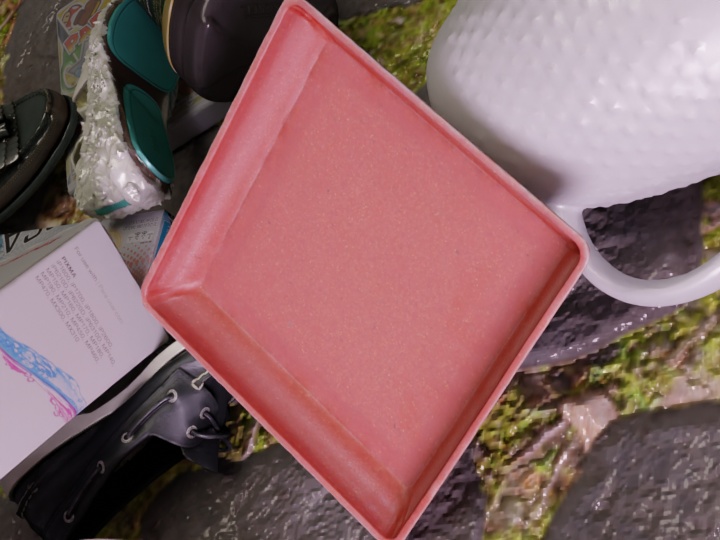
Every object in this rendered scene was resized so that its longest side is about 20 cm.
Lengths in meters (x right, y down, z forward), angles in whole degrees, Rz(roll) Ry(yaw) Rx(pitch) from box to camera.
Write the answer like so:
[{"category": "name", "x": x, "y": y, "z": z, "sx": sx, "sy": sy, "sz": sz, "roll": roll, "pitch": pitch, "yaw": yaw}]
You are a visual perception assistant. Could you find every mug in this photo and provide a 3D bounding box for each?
[{"category": "mug", "x": 0.132, "y": -0.083, "z": 0.775, "sx": 0.174, "sy": 0.147, "sz": 0.202, "roll": -24, "pitch": 74, "yaw": 31}]

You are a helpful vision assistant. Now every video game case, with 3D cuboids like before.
[{"category": "video game case", "x": -0.126, "y": -0.162, "z": 1.105, "sx": 0.199, "sy": 0.023, "sz": 0.183, "roll": -30, "pitch": 48, "yaw": 21}]

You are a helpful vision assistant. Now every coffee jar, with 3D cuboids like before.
[{"category": "coffee jar", "x": -0.092, "y": -0.184, "z": 1.004, "sx": 0.200, "sy": 0.103, "sz": 0.086, "roll": -125, "pitch": 34, "yaw": -45}]

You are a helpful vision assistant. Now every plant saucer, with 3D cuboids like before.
[{"category": "plant saucer", "x": 0.000, "y": 0.000, "z": 0.804, "sx": 0.200, "sy": 0.037, "sz": 0.201, "roll": 42, "pitch": 121, "yaw": 19}]

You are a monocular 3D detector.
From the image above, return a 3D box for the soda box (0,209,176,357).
[{"category": "soda box", "x": -0.181, "y": 0.015, "z": 1.009, "sx": 0.198, "sy": 0.064, "sz": 0.069, "roll": -6, "pitch": 60, "yaw": 35}]

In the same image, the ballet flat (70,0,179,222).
[{"category": "ballet flat", "x": -0.154, "y": -0.101, "z": 1.005, "sx": 0.071, "sy": 0.072, "sz": 0.201, "roll": -32, "pitch": 34, "yaw": 18}]

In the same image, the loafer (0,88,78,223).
[{"category": "loafer", "x": -0.279, "y": -0.061, "z": 1.120, "sx": 0.200, "sy": 0.063, "sz": 0.072, "roll": -38, "pitch": 43, "yaw": 23}]

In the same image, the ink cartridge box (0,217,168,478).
[{"category": "ink cartridge box", "x": -0.222, "y": 0.067, "z": 0.868, "sx": 0.147, "sy": 0.086, "sz": 0.200, "roll": -19, "pitch": 14, "yaw": 44}]

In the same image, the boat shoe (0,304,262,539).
[{"category": "boat shoe", "x": -0.106, "y": 0.090, "z": 0.898, "sx": 0.198, "sy": 0.075, "sz": 0.066, "roll": -33, "pitch": 68, "yaw": 0}]

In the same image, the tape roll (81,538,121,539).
[{"category": "tape roll", "x": -0.127, "y": 0.234, "z": 0.775, "sx": 0.200, "sy": 0.071, "sz": 0.204, "roll": -6, "pitch": 63, "yaw": 12}]
